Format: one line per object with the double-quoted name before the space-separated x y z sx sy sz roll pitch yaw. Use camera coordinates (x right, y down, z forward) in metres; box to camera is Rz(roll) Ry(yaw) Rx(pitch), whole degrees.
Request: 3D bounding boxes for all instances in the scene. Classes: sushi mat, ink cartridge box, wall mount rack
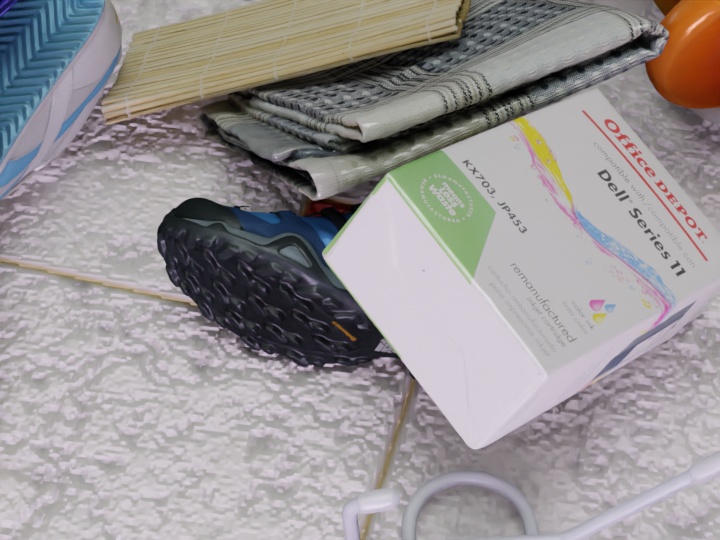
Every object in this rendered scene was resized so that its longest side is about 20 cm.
"sushi mat" -0.037 -0.126 1.084 0.199 0.012 0.096 -13 31 14
"ink cartridge box" 0.094 -0.011 0.952 0.200 0.067 0.117 -25 71 -44
"wall mount rack" 0.083 0.153 0.878 0.173 0.075 0.201 -4 53 -2

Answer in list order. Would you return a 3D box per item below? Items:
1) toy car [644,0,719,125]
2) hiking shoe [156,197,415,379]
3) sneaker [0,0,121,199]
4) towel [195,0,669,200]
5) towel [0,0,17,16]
"toy car" 0.237 -0.112 1.017 0.199 0.175 0.151 7 57 6
"hiking shoe" 0.000 0.000 1.007 0.199 0.075 0.087 18 51 1
"sneaker" -0.194 -0.065 1.056 0.076 0.081 0.200 40 83 17
"towel" 0.026 -0.101 1.041 0.199 0.035 0.192 -24 22 -15
"towel" -0.228 -0.164 1.074 0.147 0.050 0.200 -36 28 19
